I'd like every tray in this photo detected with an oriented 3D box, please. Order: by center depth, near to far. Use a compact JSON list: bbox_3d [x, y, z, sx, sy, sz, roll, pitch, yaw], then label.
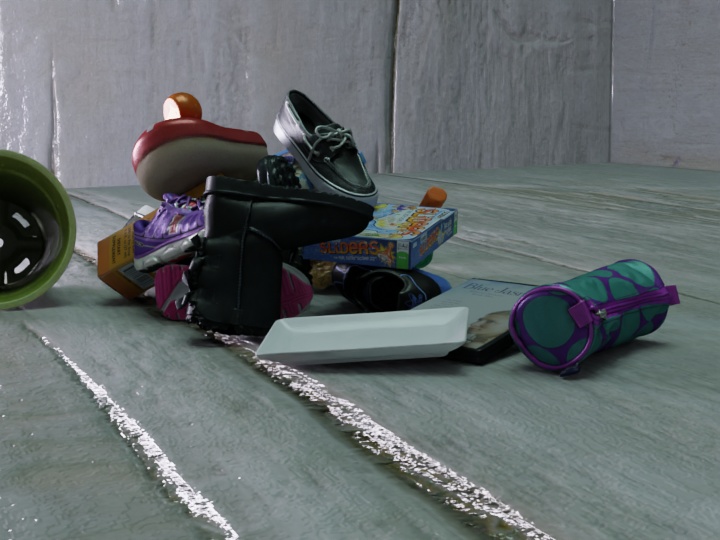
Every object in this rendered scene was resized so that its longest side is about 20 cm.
[{"bbox_3d":[0.006,0.067,1.123,0.200,0.022,0.107,-4,16,9],"label":"tray"}]

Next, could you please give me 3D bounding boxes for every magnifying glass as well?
[{"bbox_3d":[0.075,-0.055,1.573,0.079,0.022,0.200,18,-28,-6],"label":"magnifying glass"}]

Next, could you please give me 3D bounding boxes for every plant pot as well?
[{"bbox_3d":[-0.475,-0.043,1.509,0.200,0.201,0.190,-3,-4,-15],"label":"plant pot"}]

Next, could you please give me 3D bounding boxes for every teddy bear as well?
[{"bbox_3d":[0.000,0.000,1.529,0.200,0.067,0.145,-2,-3,41],"label":"teddy bear"}]

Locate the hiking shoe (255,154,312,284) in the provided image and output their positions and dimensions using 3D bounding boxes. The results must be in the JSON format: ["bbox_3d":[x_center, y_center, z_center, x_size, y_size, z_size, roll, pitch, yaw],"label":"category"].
[{"bbox_3d":[-0.114,-0.043,1.368,0.087,0.200,0.074,6,32,17],"label":"hiking shoe"}]

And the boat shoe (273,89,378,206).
[{"bbox_3d":[-0.040,-0.161,1.495,0.073,0.068,0.199,-12,49,-33],"label":"boat shoe"}]

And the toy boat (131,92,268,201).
[{"bbox_3d":[-0.213,-0.165,1.468,0.130,0.131,0.200,-27,-8,20],"label":"toy boat"}]

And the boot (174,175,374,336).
[{"bbox_3d":[-0.092,-0.008,1.232,0.198,0.163,0.073,8,-8,-6],"label":"boot"}]

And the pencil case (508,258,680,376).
[{"bbox_3d":[0.229,0.041,1.125,0.092,0.085,0.200,-14,0,37],"label":"pencil case"}]

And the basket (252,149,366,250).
[{"bbox_3d":[-0.086,-0.099,1.594,0.176,0.139,0.200,-25,11,20],"label":"basket"}]

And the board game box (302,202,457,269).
[{"bbox_3d":[0.028,-0.045,1.407,0.135,0.035,0.200,6,15,18],"label":"board game box"}]

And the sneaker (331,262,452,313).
[{"bbox_3d":[0.017,0.016,1.355,0.078,0.070,0.200,1,7,-39],"label":"sneaker"}]

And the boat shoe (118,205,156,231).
[{"bbox_3d":[-0.258,-0.030,1.547,0.064,0.071,0.200,-41,35,-21],"label":"boat shoe"}]

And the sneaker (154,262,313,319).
[{"bbox_3d":[-0.136,0.016,1.336,0.200,0.082,0.088,5,12,28],"label":"sneaker"}]

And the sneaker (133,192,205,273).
[{"bbox_3d":[-0.196,-0.057,1.332,0.200,0.084,0.081,-19,-9,32],"label":"sneaker"}]

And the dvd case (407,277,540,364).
[{"bbox_3d":[0.121,0.049,1.211,0.142,0.018,0.200,6,20,39],"label":"dvd case"}]

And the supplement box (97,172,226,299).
[{"bbox_3d":[-0.233,-0.042,1.444,0.200,0.067,0.069,-26,-43,17],"label":"supplement box"}]
